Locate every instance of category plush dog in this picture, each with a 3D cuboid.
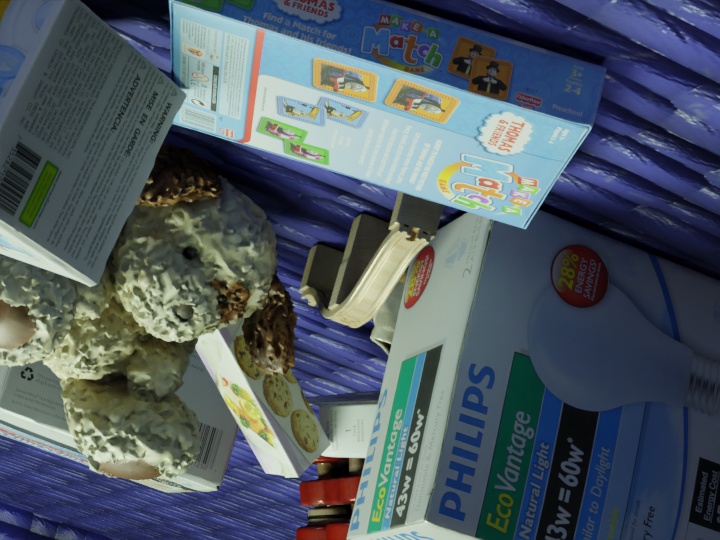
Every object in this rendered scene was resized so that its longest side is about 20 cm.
[{"bbox_3d":[-0.130,0.008,1.032,0.171,0.161,0.200,-26,125,12],"label":"plush dog"}]

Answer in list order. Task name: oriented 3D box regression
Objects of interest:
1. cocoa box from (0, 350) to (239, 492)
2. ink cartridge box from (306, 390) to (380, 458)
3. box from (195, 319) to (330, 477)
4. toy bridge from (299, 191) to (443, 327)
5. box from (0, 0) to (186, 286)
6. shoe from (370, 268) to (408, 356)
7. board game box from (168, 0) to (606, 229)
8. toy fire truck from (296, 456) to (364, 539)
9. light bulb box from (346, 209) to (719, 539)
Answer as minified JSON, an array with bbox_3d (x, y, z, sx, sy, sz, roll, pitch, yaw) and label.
[{"bbox_3d":[-0.205,0.091,1.363,0.199,0.134,0.131,23,162,-21],"label":"cocoa box"},{"bbox_3d":[0.045,0.113,1.251,0.199,0.044,0.173,-1,176,-42],"label":"ink cartridge box"},{"bbox_3d":[-0.085,0.054,1.139,0.039,0.041,0.201,-1,123,46],"label":"box"},{"bbox_3d":[0.000,0.000,1.023,0.027,0.068,0.200,20,162,-14],"label":"toy bridge"},{"bbox_3d":[-0.206,-0.083,0.824,0.199,0.113,0.101,16,166,35],"label":"box"},{"bbox_3d":[0.041,0.054,1.174,0.069,0.054,0.200,10,162,18],"label":"shoe"},{"bbox_3d":[0.005,-0.085,0.810,0.198,0.037,0.151,18,162,-1],"label":"board game box"},{"bbox_3d":[0.029,0.215,1.615,0.167,0.113,0.200,2,169,-22],"label":"toy fire truck"},{"bbox_3d":[0.121,0.089,0.972,0.199,0.200,0.125,19,160,-16],"label":"light bulb box"}]
